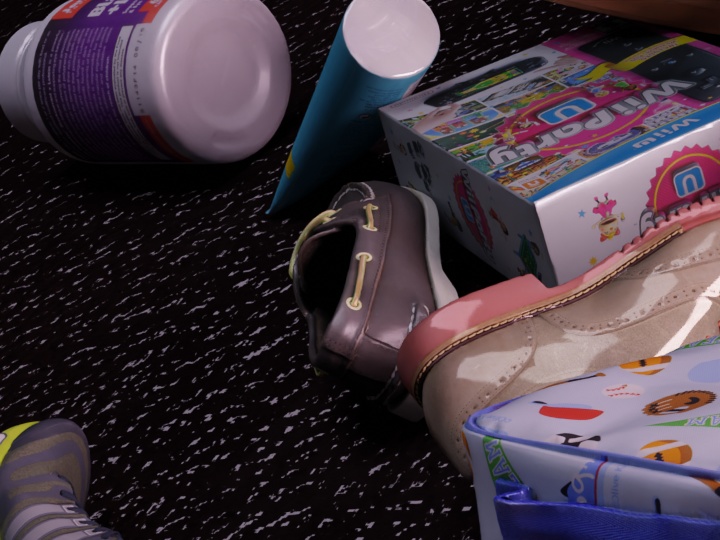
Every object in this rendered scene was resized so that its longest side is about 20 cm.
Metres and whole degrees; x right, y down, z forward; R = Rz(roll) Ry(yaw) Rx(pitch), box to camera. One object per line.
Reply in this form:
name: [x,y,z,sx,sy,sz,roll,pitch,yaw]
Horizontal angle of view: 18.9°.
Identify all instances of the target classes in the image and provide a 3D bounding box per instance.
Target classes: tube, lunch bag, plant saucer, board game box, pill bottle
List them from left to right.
pill bottle: [-0.147,-0.124,1.391,0.199,0.112,0.111,3,35,48]
tube: [-0.004,-0.085,1.167,0.077,0.051,0.200,-29,-12,-21]
board game box: [0.113,-0.057,1.032,0.147,0.065,0.200,-23,23,-13]
plant saucer: [0.151,-0.154,1.152,0.199,0.033,0.200,11,13,-2]
lunch bag: [0.132,0.072,0.697,0.160,0.076,0.199,-16,11,-38]

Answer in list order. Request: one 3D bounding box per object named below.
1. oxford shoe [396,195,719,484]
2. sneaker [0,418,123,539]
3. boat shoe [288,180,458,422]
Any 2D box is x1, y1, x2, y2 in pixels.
oxford shoe: [0.118,0.030,0.846,0.199,0.071,0.075,-23,52,-1]
sneaker: [-0.124,0.129,0.902,0.080,0.074,0.200,-14,32,8]
boat shoe: [0.000,0.000,1.016,0.072,0.060,0.201,-62,17,17]
